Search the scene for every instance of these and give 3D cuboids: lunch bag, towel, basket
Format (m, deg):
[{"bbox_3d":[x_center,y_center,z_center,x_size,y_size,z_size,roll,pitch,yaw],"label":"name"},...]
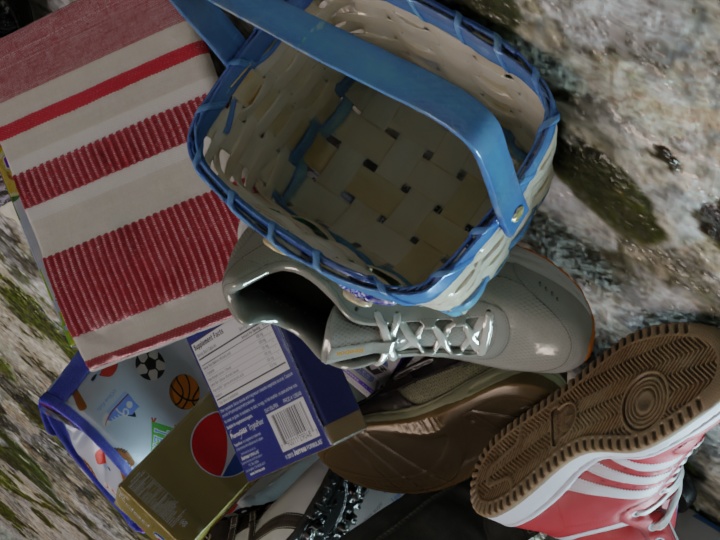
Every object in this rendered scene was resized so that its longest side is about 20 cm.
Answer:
[{"bbox_3d":[-0.145,0.099,1.426,0.123,0.170,0.200,18,152,42],"label":"lunch bag"},{"bbox_3d":[-0.130,-0.058,1.048,0.143,0.023,0.201,-20,89,23],"label":"towel"},{"bbox_3d":[0.006,-0.065,0.850,0.176,0.139,0.200,32,168,26],"label":"basket"}]

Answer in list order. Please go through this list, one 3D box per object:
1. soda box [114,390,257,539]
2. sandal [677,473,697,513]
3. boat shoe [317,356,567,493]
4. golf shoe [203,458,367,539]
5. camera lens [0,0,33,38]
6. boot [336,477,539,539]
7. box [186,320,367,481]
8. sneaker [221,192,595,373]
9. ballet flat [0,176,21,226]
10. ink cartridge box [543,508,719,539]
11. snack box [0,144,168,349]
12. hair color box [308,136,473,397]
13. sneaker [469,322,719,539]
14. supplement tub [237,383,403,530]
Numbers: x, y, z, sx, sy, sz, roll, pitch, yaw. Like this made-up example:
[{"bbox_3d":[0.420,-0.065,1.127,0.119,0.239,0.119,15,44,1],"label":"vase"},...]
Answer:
[{"bbox_3d":[-0.077,0.104,1.262,0.064,0.200,0.068,43,160,5],"label":"soda box"},{"bbox_3d":[0.116,0.103,1.136,0.200,0.048,0.076,30,157,31],"label":"sandal"},{"bbox_3d":[0.053,0.082,1.109,0.073,0.065,0.199,40,140,-26],"label":"boat shoe"},{"bbox_3d":[-0.072,0.187,1.280,0.094,0.201,0.078,40,-163,23],"label":"golf shoe"},{"bbox_3d":[-0.327,-0.166,1.214,0.199,0.160,0.160,31,158,25],"label":"camera lens"},{"bbox_3d":[0.017,0.165,1.194,0.182,0.200,0.073,39,165,52],"label":"boot"},{"bbox_3d":[-0.073,0.019,1.093,0.121,0.032,0.201,-30,85,59],"label":"box"},{"bbox_3d":[0.020,0.026,0.956,0.199,0.092,0.076,15,126,9],"label":"sneaker"},{"bbox_3d":[-0.222,-0.061,1.294,0.072,0.072,0.200,40,-173,0],"label":"ballet flat"},{"bbox_3d":[0.183,0.254,1.187,0.147,0.145,0.200,29,157,28],"label":"ink cartridge box"},{"bbox_3d":[-0.161,-0.023,1.187,0.143,0.053,0.200,65,-172,7],"label":"snack box"},{"bbox_3d":[0.000,0.000,1.112,0.109,0.065,0.200,39,159,7],"label":"hair color box"},{"bbox_3d":[0.162,0.099,0.999,0.112,0.072,0.200,25,141,-25],"label":"sneaker"},{"bbox_3d":[0.015,0.189,1.380,0.200,0.132,0.132,45,160,-14],"label":"supplement tub"}]
